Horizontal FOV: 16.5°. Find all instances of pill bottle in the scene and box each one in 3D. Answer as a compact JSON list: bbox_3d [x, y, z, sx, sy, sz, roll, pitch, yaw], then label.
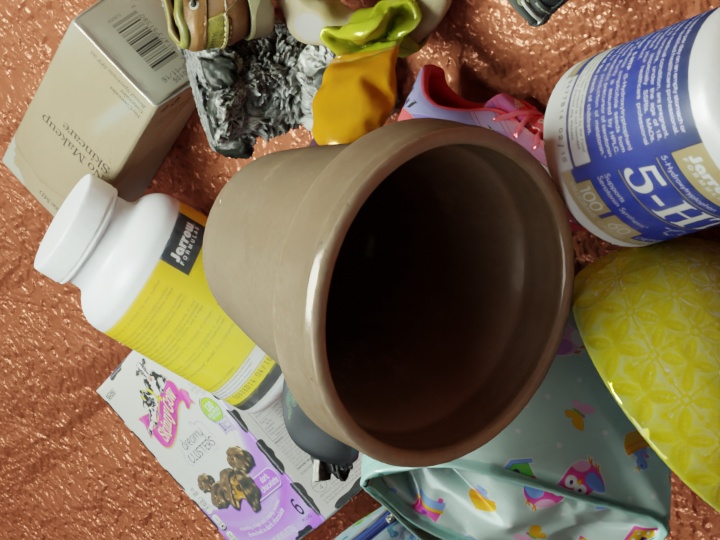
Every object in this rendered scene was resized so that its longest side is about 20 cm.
[{"bbox_3d":[0.210,-0.089,1.416,0.200,0.120,0.120,-18,108,52],"label":"pill bottle"},{"bbox_3d":[-0.133,0.013,1.820,0.200,0.112,0.112,30,147,-15],"label":"pill bottle"}]

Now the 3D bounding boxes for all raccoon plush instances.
[{"bbox_3d":[-0.055,-0.166,1.689,0.097,0.134,0.200,91,162,-61],"label":"raccoon plush"}]

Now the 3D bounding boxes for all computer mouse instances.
[{"bbox_3d":[-0.024,0.079,1.622,0.053,0.200,0.139,6,92,-1],"label":"computer mouse"}]

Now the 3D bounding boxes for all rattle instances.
[{"bbox_3d":[-0.014,-0.198,1.534,0.130,0.143,0.200,24,135,20],"label":"rattle"}]

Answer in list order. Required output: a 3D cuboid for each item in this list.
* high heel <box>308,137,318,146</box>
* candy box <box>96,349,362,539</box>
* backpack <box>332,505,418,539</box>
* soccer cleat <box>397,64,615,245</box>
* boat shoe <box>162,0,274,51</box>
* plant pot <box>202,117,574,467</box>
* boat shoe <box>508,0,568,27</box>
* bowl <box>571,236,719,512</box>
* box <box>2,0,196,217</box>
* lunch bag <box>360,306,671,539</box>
[{"bbox_3d":[-0.004,-0.028,1.666,0.067,0.096,0.200,24,-172,-24],"label":"high heel"},{"bbox_3d":[-0.099,0.124,1.960,0.200,0.072,0.168,49,150,2],"label":"candy box"},{"bbox_3d":[0.009,0.275,1.883,0.147,0.200,0.183,46,145,5],"label":"backpack"},{"bbox_3d":[0.112,-0.072,1.588,0.200,0.067,0.077,19,107,27],"label":"soccer cleat"},{"bbox_3d":[-0.121,-0.236,1.622,0.072,0.068,0.200,110,140,-63],"label":"boat shoe"},{"bbox_3d":[0.000,0.000,1.477,0.175,0.200,0.200,18,134,51],"label":"plant pot"},{"bbox_3d":[0.057,-0.232,1.481,0.200,0.072,0.068,46,122,3],"label":"boat shoe"},{"bbox_3d":[0.231,0.047,1.495,0.108,0.200,0.200,-41,89,22],"label":"bowl"},{"bbox_3d":[-0.186,-0.118,1.841,0.095,0.078,0.200,45,144,7],"label":"box"},{"bbox_3d":[0.096,0.094,1.597,0.200,0.170,0.122,16,145,-12],"label":"lunch bag"}]
